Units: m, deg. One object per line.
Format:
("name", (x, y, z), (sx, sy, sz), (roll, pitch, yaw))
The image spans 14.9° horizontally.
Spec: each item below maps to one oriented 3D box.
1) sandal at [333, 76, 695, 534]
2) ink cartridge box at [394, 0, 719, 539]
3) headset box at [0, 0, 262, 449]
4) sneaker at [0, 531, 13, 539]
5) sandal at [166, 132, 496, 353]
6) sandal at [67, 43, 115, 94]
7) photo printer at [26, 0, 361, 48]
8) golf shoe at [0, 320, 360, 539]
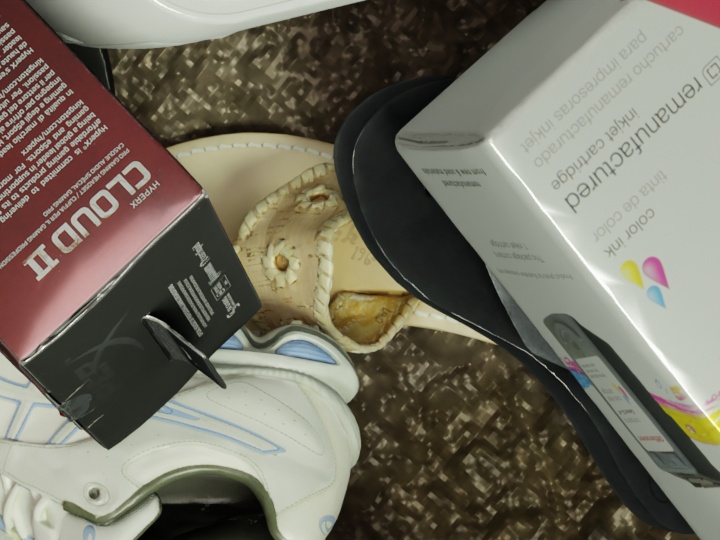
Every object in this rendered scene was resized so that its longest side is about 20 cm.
("sandal", (0.074, 0.008, 0.933), (0.200, 0.043, 0.076), (44, 76, -18))
("ink cartridge box", (0.132, -0.013, 0.885), (0.148, 0.086, 0.200), (-43, 103, -14))
("headset box", (-0.114, -0.035, 0.840), (0.075, 0.149, 0.200), (-43, 77, -6))
("sneaker", (-0.082, 0.163, 0.942), (0.115, 0.074, 0.201), (-11, 73, 0))
("sandal", (0.001, -0.006, 0.957), (0.211, 0.070, 0.078), (7, 91, 1))
("sandal", (-0.120, -0.020, 0.952), (0.075, 0.045, 0.201), (-6, 102, 9))
("photo printer", (-0.019, -0.120, 0.881), (0.199, 0.166, 0.070), (-16, 100, -19))
("golf shoe", (-0.101, 0.064, 0.916), (0.199, 0.097, 0.078), (-3, 132, 6))
